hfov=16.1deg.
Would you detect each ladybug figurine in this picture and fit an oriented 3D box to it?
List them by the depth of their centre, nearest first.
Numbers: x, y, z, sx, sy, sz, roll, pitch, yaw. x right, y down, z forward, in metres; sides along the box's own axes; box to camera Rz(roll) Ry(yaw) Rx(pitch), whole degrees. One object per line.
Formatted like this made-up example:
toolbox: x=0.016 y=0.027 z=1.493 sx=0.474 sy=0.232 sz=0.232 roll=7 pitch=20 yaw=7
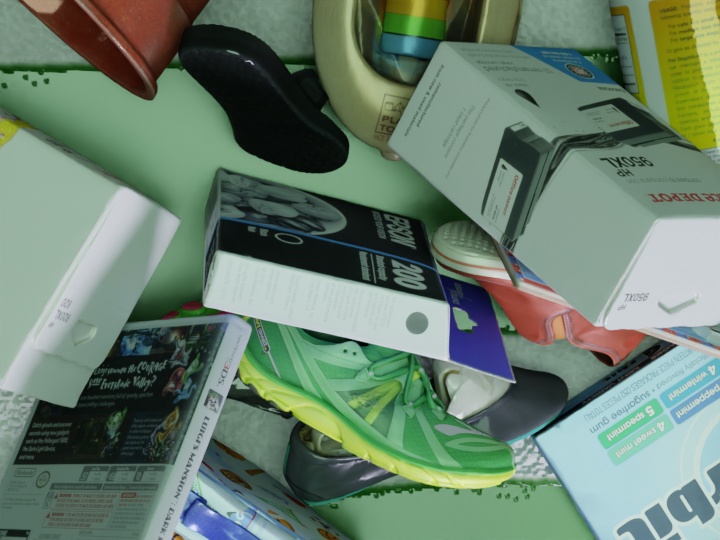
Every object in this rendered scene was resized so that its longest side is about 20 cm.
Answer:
ladybug figurine: x=0.034 y=-0.171 z=1.662 sx=0.136 sy=0.072 sz=0.200 roll=12 pitch=94 yaw=-8

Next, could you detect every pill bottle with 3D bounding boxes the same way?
pill bottle: x=0.225 y=-0.138 z=1.666 sx=0.109 sy=0.109 sz=0.200 roll=-12 pitch=97 yaw=-4

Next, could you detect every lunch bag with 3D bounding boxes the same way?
lunch bag: x=-0.080 y=0.170 z=1.642 sx=0.200 sy=0.160 sz=0.076 roll=33 pitch=92 yaw=-9

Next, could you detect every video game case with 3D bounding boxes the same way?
video game case: x=-0.160 y=0.116 z=1.589 sx=0.023 sy=0.200 sz=0.182 roll=32 pitch=68 yaw=-31

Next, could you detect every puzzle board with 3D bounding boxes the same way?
puzzle board: x=0.171 y=0.000 z=1.636 sx=0.200 sy=0.151 sz=0.017 roll=18 pitch=113 yaw=-20

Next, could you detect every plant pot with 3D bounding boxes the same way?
plant pot: x=-0.138 y=-0.245 z=1.586 sx=0.201 sy=0.201 sz=0.195 roll=43 pitch=83 yaw=-8

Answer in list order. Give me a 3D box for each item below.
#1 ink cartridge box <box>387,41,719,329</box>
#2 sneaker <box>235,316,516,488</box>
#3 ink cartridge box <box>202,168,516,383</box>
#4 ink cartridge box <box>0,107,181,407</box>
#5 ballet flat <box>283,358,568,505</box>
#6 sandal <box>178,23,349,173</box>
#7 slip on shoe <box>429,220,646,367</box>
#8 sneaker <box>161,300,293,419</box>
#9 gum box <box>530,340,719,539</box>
ink cartridge box: x=0.140 y=-0.055 z=1.587 sx=0.200 sy=0.145 sz=0.084 roll=43 pitch=118 yaw=31
sneaker: x=0.013 y=0.075 z=1.608 sx=0.200 sy=0.074 sz=0.084 roll=29 pitch=96 yaw=0
ink cartridge box: x=0.000 y=0.000 z=1.614 sx=0.200 sy=0.198 sz=0.043 roll=15 pitch=105 yaw=-8
ink cartridge box: x=-0.242 y=-0.028 z=1.581 sx=0.200 sy=0.147 sz=0.145 roll=31 pitch=90 yaw=13
ballet flat: x=0.042 y=0.095 z=1.682 sx=0.200 sy=0.073 sz=0.073 roll=-19 pitch=97 yaw=-8
sandal: x=-0.053 y=-0.114 z=1.609 sx=0.075 sy=0.200 sz=0.048 roll=8 pitch=71 yaw=19
slip on shoe: x=0.118 y=0.018 z=1.658 sx=0.200 sy=0.074 sz=0.061 roll=21 pitch=103 yaw=-43
sneaker: x=-0.038 y=0.053 z=1.686 sx=0.200 sy=0.077 sz=0.084 roll=-8 pitch=111 yaw=0
gum box: x=0.237 y=0.146 z=1.729 sx=0.170 sy=0.045 sz=0.200 roll=-33 pitch=98 yaw=-1
